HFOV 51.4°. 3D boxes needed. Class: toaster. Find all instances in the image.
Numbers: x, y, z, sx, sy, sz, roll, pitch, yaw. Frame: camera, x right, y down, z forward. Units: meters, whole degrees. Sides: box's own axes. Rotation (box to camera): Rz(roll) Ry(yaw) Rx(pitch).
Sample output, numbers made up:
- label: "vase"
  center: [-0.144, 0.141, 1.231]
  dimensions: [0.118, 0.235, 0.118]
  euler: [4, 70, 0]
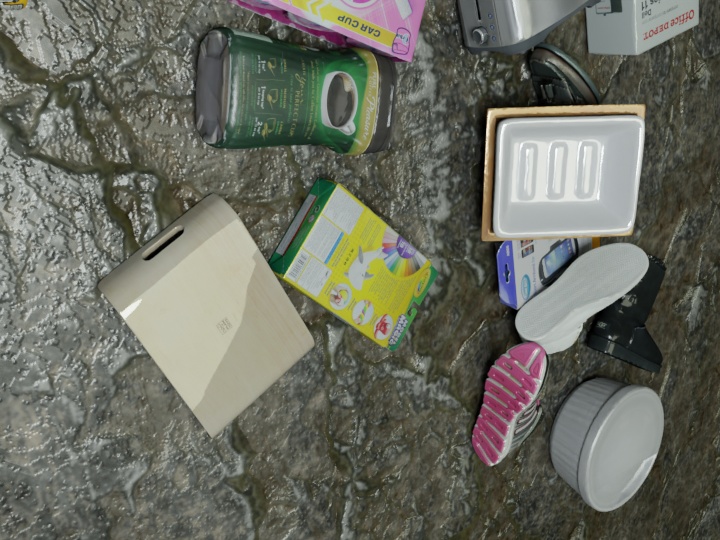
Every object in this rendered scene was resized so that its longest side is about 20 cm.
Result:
- label: "toaster"
  center: [0.187, -0.337, 0.831]
  dimensions: [0.198, 0.113, 0.131]
  euler: [-35, 121, -21]

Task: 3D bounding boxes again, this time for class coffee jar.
- label: "coffee jar"
  center: [-0.055, -0.166, 0.719]
  dimensions: [0.196, 0.085, 0.107]
  euler: [-2, 105, -35]

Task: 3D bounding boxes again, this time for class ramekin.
- label: "ramekin"
  center: [0.385, 0.267, 1.190]
  dimensions: [0.199, 0.093, 0.208]
  euler: [-13, 111, -34]

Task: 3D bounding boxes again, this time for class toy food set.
- label: "toy food set"
  center: [-0.147, 0.049, 0.746]
  dimensions: [0.143, 0.060, 0.202]
  euler: [-40, 117, -19]

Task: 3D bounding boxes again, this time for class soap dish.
- label: "soap dish"
  center: [0.242, -0.122, 0.920]
  dimensions: [0.194, 0.081, 0.162]
  euler: [-2, 108, -5]

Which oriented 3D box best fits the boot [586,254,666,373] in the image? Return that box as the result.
- label: "boot"
  center: [0.439, 0.065, 1.184]
  dimensions: [0.196, 0.073, 0.166]
  euler: [22, 88, -39]

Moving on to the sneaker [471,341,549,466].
- label: "sneaker"
  center: [0.218, 0.176, 1.036]
  dimensions: [0.086, 0.073, 0.204]
  euler: [-16, 131, -41]

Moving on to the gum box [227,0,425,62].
- label: "gum box"
  center: [-0.027, -0.286, 0.712]
  dimensions: [0.196, 0.066, 0.117]
  euler: [10, 97, -38]

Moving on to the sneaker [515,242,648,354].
- label: "sneaker"
  center: [0.303, 0.043, 1.038]
  dimensions: [0.197, 0.075, 0.116]
  euler: [-32, 154, 3]

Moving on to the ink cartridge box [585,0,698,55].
- label: "ink cartridge box"
  center: [0.361, -0.397, 0.961]
  dimensions: [0.145, 0.082, 0.204]
  euler: [-29, 121, -26]

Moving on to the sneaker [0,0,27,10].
- label: "sneaker"
  center: [-0.282, -0.215, 0.536]
  dimensions: [0.200, 0.077, 0.083]
  euler: [-43, 127, -18]

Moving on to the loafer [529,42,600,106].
- label: "loafer"
  center: [0.271, -0.209, 0.966]
  dimensions: [0.199, 0.072, 0.064]
  euler: [35, 90, -41]

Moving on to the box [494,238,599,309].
- label: "box"
  center: [0.250, -0.034, 1.026]
  dimensions: [0.197, 0.041, 0.122]
  euler: [-24, 118, -27]

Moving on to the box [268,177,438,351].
- label: "box"
  center: [0.000, 0.000, 0.841]
  dimensions: [0.199, 0.048, 0.119]
  euler: [37, 81, -36]
